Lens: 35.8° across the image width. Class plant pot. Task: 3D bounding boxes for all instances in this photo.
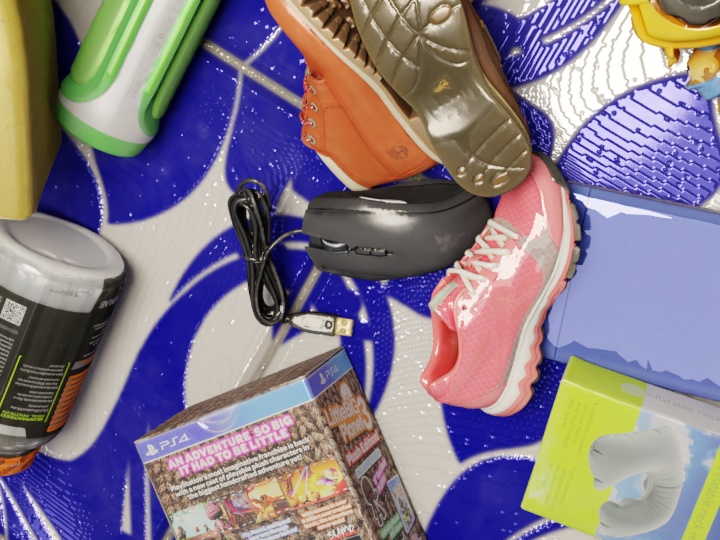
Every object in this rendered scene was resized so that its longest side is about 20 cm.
[{"bbox_3d":[-0.322,-0.171,0.808,0.195,0.194,0.201,5,113,-10],"label":"plant pot"}]

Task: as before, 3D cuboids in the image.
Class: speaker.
[{"bbox_3d":[-0.161,-0.191,0.858,0.088,0.088,0.200,34,108,9],"label":"speaker"}]

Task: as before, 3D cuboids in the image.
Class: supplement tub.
[{"bbox_3d":[-0.283,0.061,0.923,0.122,0.123,0.201,30,106,11],"label":"supplement tub"}]

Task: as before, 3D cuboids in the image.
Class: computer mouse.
[{"bbox_3d":[0.000,0.000,0.847,0.199,0.046,0.141,0,124,4],"label":"computer mouse"}]

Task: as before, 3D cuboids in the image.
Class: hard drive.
[{"bbox_3d":[0.233,0.020,0.801,0.199,0.025,0.133,13,103,15],"label":"hard drive"}]

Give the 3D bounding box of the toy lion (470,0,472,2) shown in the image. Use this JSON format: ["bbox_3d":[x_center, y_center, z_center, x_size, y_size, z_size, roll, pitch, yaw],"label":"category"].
[{"bbox_3d":[0.003,-0.299,0.805,0.199,0.069,0.193,14,96,15],"label":"toy lion"}]

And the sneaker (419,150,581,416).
[{"bbox_3d":[0.095,0.012,0.800,0.086,0.074,0.201,5,105,-25],"label":"sneaker"}]

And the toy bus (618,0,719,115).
[{"bbox_3d":[0.275,-0.148,0.715,0.199,0.136,0.193,-8,113,21],"label":"toy bus"}]

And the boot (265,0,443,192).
[{"bbox_3d":[-0.019,-0.132,0.795,0.107,0.075,0.200,-23,127,30],"label":"boot"}]

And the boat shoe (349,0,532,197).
[{"bbox_3d":[0.055,-0.146,0.755,0.072,0.068,0.201,-24,107,22],"label":"boat shoe"}]

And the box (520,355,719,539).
[{"bbox_3d":[0.228,0.152,0.805,0.199,0.048,0.122,19,117,14],"label":"box"}]

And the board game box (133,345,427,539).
[{"bbox_3d":[-0.056,0.187,0.886,0.159,0.097,0.201,-22,92,20],"label":"board game box"}]
